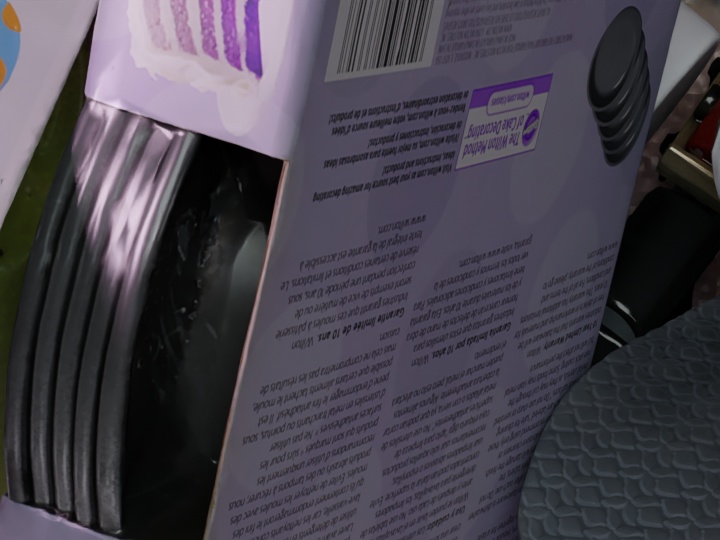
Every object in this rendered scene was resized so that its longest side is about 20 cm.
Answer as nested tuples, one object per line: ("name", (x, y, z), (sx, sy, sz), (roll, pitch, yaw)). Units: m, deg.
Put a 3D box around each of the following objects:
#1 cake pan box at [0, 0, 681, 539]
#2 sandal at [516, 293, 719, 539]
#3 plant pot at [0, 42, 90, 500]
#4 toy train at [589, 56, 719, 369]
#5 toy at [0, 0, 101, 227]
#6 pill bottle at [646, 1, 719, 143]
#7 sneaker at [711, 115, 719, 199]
("cake pan box", (0.000, 0.000, 0.621), (0.052, 0.200, 0.185), (17, 107, 23))
("sandal", (0.114, 0.028, 0.712), (0.076, 0.043, 0.200), (23, 44, 33))
("plant pot", (-0.108, 0.021, 0.671), (0.199, 0.190, 0.201), (-2, 56, 2))
("toy train", (0.104, -0.044, 0.767), (0.034, 0.046, 0.200), (34, 66, 6))
("toy", (-0.111, -0.028, 0.560), (0.115, 0.047, 0.201), (12, 52, 10))
("pill bottle", (-0.010, -0.091, 0.763), (0.200, 0.111, 0.111), (40, 83, 5))
("sneaker", (0.141, -0.054, 0.724), (0.200, 0.077, 0.082), (-20, 40, -39))
